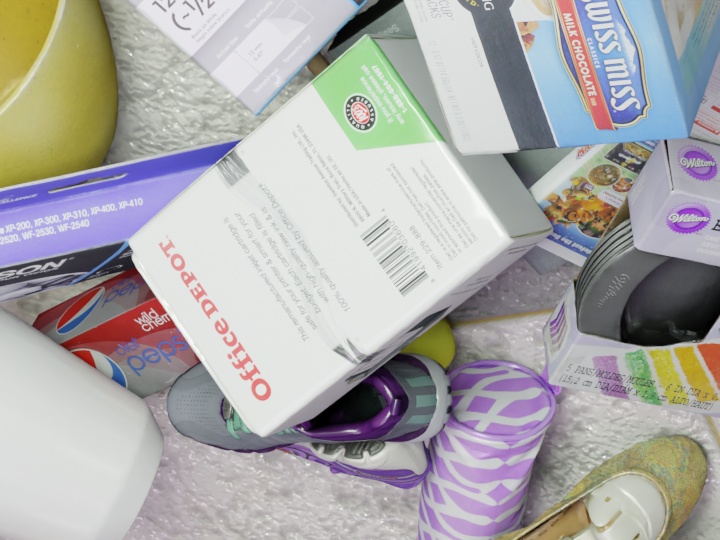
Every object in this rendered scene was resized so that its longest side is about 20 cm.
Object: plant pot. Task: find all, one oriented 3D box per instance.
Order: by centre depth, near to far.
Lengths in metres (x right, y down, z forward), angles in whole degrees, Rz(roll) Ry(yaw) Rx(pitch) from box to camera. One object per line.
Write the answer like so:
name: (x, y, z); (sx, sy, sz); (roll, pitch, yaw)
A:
plant pot: (-0.227, -0.115, 1.542); (0.199, 0.201, 0.142); (-5, 152, 28)

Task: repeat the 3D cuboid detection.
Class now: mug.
mug: (-0.217, 0.111, 1.688); (0.153, 0.187, 0.150); (25, 103, -11)

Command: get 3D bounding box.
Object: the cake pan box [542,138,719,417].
cake pan box: (0.225, 0.012, 1.480); (0.199, 0.053, 0.185); (13, 135, -17)

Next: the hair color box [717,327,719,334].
hair color box: (0.306, 0.001, 1.390); (0.200, 0.061, 0.100); (-46, 110, 2)

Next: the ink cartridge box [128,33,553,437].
ink cartridge box: (-0.014, -0.020, 1.457); (0.200, 0.084, 0.146); (-38, 81, 21)

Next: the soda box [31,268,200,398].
soda box: (-0.148, 0.040, 1.708); (0.199, 0.064, 0.070); (-24, 117, 37)

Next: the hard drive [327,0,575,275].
hard drive: (0.095, -0.099, 1.498); (0.200, 0.033, 0.139); (45, 132, -17)

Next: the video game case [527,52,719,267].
video game case: (0.199, -0.057, 1.449); (0.143, 0.018, 0.200); (24, 133, -29)

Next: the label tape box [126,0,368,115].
label tape box: (-0.083, -0.209, 1.430); (0.200, 0.066, 0.143); (40, 112, -15)

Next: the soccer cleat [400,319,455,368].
soccer cleat: (-0.015, -0.002, 1.608); (0.200, 0.065, 0.084); (37, 138, -8)

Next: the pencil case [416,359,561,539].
pencil case: (0.084, 0.150, 1.690); (0.085, 0.084, 0.201); (-9, 136, -14)

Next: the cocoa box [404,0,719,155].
cocoa box: (0.119, -0.173, 1.304); (0.131, 0.200, 0.134); (-2, 129, 25)

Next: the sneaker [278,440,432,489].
sneaker: (-0.038, 0.102, 1.679); (0.199, 0.081, 0.084); (24, 160, 36)

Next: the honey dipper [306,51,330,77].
honey dipper: (-0.011, -0.110, 1.535); (0.038, 0.038, 0.200); (-24, 118, 38)

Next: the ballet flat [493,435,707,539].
ballet flat: (0.143, 0.179, 1.631); (0.199, 0.071, 0.071); (-32, 116, 5)

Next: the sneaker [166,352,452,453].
sneaker: (-0.046, 0.077, 1.577); (0.199, 0.087, 0.075); (-5, 87, 26)

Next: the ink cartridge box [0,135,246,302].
ink cartridge box: (-0.184, -0.022, 1.549); (0.200, 0.197, 0.044); (-32, 73, 65)
